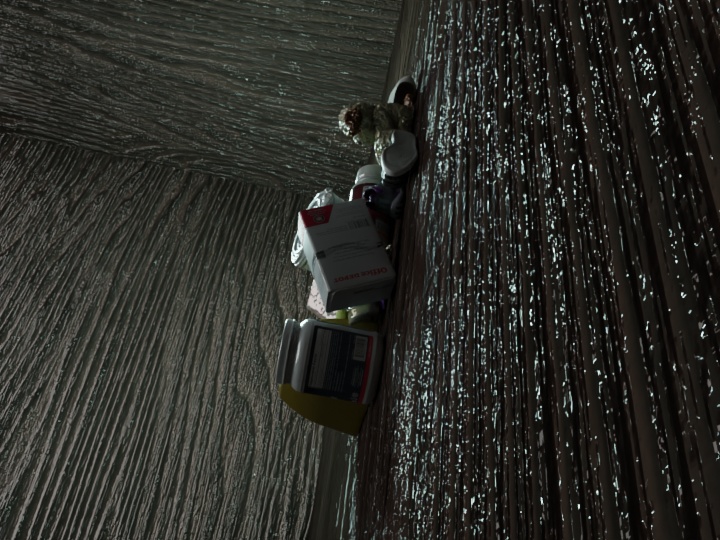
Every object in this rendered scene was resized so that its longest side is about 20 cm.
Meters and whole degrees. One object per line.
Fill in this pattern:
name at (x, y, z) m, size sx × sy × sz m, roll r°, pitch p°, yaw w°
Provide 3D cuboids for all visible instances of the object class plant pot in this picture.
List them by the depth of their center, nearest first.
plant pot at (-0.077, 0.227, 1.466) m, size 0.196 × 0.194 × 0.199 m, roll 105°, pitch 174°, yaw -53°

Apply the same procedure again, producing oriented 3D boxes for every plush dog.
plush dog at (0.032, -0.336, 1.502) m, size 0.200 × 0.167 × 0.165 m, roll -155°, pitch 74°, yaw -87°

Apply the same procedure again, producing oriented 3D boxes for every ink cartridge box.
ink cartridge box at (-0.030, -0.031, 1.307) m, size 0.084 × 0.142 × 0.203 m, roll 105°, pitch 148°, yaw -55°

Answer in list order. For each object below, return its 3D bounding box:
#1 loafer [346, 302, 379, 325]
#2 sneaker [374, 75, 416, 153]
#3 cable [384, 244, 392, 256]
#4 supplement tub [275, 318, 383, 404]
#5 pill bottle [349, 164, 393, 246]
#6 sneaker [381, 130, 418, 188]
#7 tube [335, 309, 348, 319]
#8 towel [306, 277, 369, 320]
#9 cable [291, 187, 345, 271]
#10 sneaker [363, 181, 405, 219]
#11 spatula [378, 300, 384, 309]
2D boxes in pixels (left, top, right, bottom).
loafer at (0.000, 0.068, 1.434) m, size 0.200 × 0.074 × 0.070 m, roll -62°, pitch -51°, yaw -84°
sneaker at (0.091, -0.376, 1.596) m, size 0.085 × 0.071 × 0.203 m, roll -78°, pitch 10°, yaw -56°
cable at (0.000, 0.000, 1.493) m, size 0.097 × 0.050 × 0.200 m, roll -49°, pitch 6°, yaw -32°
supplement tub at (-0.060, 0.175, 1.283) m, size 0.140 × 0.194 × 0.144 m, roll -169°, pitch 90°, yaw -87°
pill bottle at (0.024, -0.142, 1.565) m, size 0.115 × 0.111 × 0.205 m, roll 107°, pitch 173°, yaw -63°
sneaker at (0.074, -0.198, 1.299) m, size 0.201 × 0.069 × 0.101 m, roll -74°, pitch -5°, yaw -59°
tube at (-0.038, 0.115, 1.532) m, size 0.203 × 0.051 × 0.059 m, roll 97°, pitch 151°, yaw -44°
towel at (-0.042, 0.050, 1.630) m, size 0.032 × 0.198 × 0.196 m, roll -1°, pitch -67°, yaw -49°
cable at (-0.105, -0.098, 1.617) m, size 0.204 × 0.068 × 0.199 m, roll -69°, pitch 18°, yaw -2°
sneaker at (0.050, -0.178, 1.436) m, size 0.201 × 0.085 × 0.076 m, roll -87°, pitch 9°, yaw -67°
spatula at (0.044, 0.031, 1.448) m, size 0.200 × 0.020 × 0.058 m, roll -76°, pitch -26°, yaw -73°
